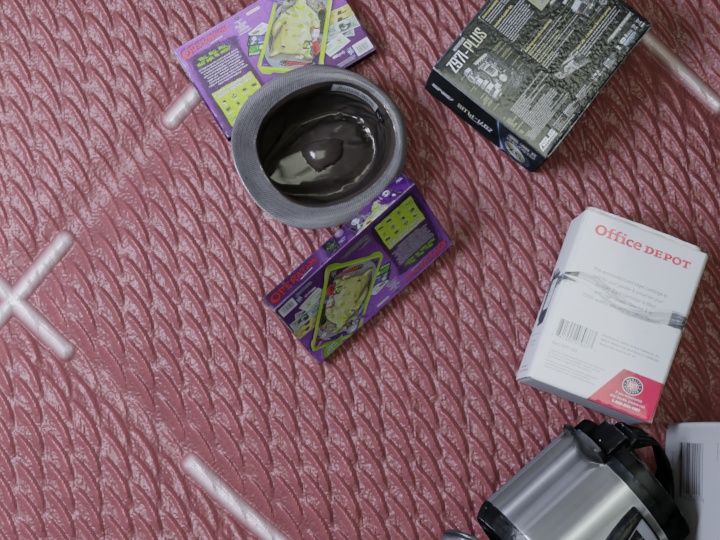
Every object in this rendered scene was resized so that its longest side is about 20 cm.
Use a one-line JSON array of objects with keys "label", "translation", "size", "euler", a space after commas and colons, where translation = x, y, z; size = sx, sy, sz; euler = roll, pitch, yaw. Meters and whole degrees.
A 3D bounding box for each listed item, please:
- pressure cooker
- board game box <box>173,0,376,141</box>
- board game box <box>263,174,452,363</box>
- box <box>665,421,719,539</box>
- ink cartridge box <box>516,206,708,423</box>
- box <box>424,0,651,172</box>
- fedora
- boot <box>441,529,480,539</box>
[{"label": "pressure cooker", "translation": [0.244, 0.254, 1.408], "size": [0.200, 0.176, 0.179], "euler": [-40, 84, -8]}, {"label": "board game box", "translation": [-0.096, -0.248, 1.522], "size": [0.200, 0.032, 0.120], "euler": [-31, 90, -8]}, {"label": "board game box", "translation": [0.000, 0.000, 1.451], "size": [0.200, 0.120, 0.032], "euler": [-42, 45, -5]}, {"label": "box", "translation": [0.408, 0.260, 1.404], "size": [0.130, 0.199, 0.201], "euler": [3, 83, -3]}, {"label": "ink cartridge box", "translation": [0.276, 0.051, 1.480], "size": [0.145, 0.083, 0.201], "euler": [21, 82, -1]}, {"label": "box", "translation": [0.197, -0.241, 1.510], "size": [0.164, 0.086, 0.200], "euler": [38, 82, 1]}, {"label": "fedora", "translation": [-0.049, -0.130, 1.478], "size": [0.200, 0.090, 0.177], "euler": [-33, 88, -16]}, {"label": "boot", "translation": [0.127, 0.376, 1.384], "size": [0.200, 0.070, 0.132], "euler": [48, 67, -7]}]
